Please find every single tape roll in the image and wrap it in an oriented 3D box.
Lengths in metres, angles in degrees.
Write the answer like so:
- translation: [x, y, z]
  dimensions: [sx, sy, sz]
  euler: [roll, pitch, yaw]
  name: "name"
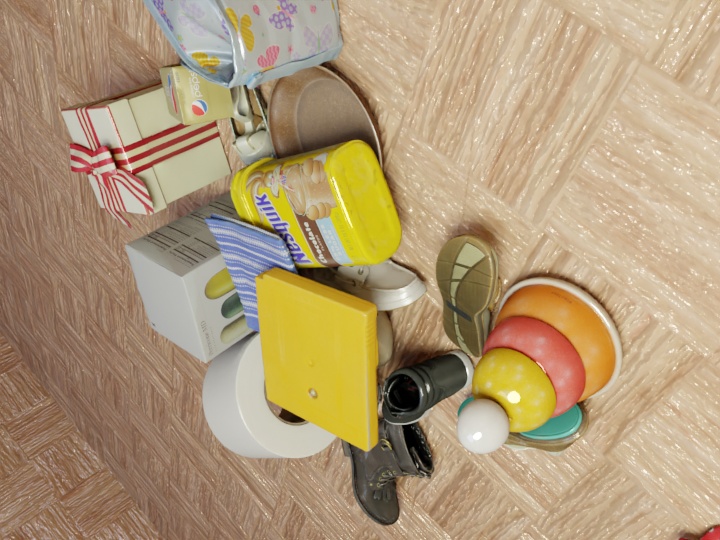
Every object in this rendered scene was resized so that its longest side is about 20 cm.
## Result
- translation: [-0.132, 0.192, 1.063]
  dimensions: [0.139, 0.202, 0.204]
  euler: [-22, 99, 53]
  name: "tape roll"

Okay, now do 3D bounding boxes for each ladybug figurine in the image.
- translation: [-0.030, 0.079, 0.955]
  dimensions: [0.198, 0.072, 0.136]
  euler: [3, 146, 44]
  name: "ladybug figurine"

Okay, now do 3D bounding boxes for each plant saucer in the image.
- translation: [-0.038, -0.160, 0.837]
  dimensions: [0.199, 0.037, 0.202]
  euler: [30, 136, 33]
  name: "plant saucer"

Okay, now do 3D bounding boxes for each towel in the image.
- translation: [-0.127, 0.023, 0.892]
  dimensions: [0.144, 0.024, 0.202]
  euler: [19, 139, 36]
  name: "towel"

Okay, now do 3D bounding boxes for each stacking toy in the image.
- translation: [0.157, 0.110, 0.676]
  dimensions: [0.145, 0.199, 0.148]
  euler: [28, 135, 33]
  name: "stacking toy"

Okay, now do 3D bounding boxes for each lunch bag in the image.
- translation: [-0.132, -0.295, 0.732]
  dimensions: [0.201, 0.169, 0.127]
  euler: [54, 142, 2]
  name: "lunch bag"

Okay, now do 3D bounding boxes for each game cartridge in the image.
- translation: [-0.053, 0.106, 0.830]
  dimensions: [0.175, 0.032, 0.202]
  euler: [19, 123, 32]
  name: "game cartridge"

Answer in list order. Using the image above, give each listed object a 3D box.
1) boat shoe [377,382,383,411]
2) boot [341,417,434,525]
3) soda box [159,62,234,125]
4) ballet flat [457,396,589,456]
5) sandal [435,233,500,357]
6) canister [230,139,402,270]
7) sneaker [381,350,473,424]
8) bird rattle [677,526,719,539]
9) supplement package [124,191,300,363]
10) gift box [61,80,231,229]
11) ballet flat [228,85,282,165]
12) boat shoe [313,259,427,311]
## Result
- translation: [0.003, 0.170, 0.948]
  dimensions: [0.199, 0.092, 0.076]
  euler: [0, 74, 66]
  name: "boat shoe"
- translation: [0.052, 0.310, 1.046]
  dimensions: [0.173, 0.069, 0.202]
  euler: [-18, 95, 53]
  name: "boot"
- translation: [-0.215, -0.233, 0.869]
  dimensions: [0.200, 0.063, 0.069]
  euler: [-143, 41, -64]
  name: "soda box"
- translation: [0.202, 0.190, 0.806]
  dimensions: [0.072, 0.068, 0.199]
  euler: [46, 148, -21]
  name: "ballet flat"
- translation: [0.131, 0.025, 0.774]
  dimensions: [0.080, 0.054, 0.201]
  euler: [37, 154, 33]
  name: "sandal"
- translation: [-0.056, -0.073, 0.820]
  dimensions: [0.199, 0.086, 0.150]
  euler: [-2, 117, 48]
  name: "canister"
- translation: [0.057, 0.167, 0.902]
  dimensions: [0.200, 0.098, 0.071]
  euler: [-44, 63, 49]
  name: "sneaker"
- translation: [0.386, 0.377, 0.731]
  dimensions: [0.162, 0.113, 0.201]
  euler: [32, 125, 12]
  name: "bird rattle"
- translation: [-0.214, 0.003, 1.020]
  dimensions: [0.150, 0.199, 0.153]
  euler: [22, 132, 37]
  name: "supplement package"
- translation: [-0.324, -0.176, 1.025]
  dimensions: [0.183, 0.186, 0.202]
  euler: [4, 119, 47]
  name: "gift box"
- translation: [-0.152, -0.203, 0.899]
  dimensions: [0.068, 0.071, 0.202]
  euler: [-12, 108, 17]
  name: "ballet flat"
- translation: [0.000, 0.000, 0.881]
  dimensions: [0.199, 0.071, 0.070]
  euler: [11, 126, 45]
  name: "boat shoe"
